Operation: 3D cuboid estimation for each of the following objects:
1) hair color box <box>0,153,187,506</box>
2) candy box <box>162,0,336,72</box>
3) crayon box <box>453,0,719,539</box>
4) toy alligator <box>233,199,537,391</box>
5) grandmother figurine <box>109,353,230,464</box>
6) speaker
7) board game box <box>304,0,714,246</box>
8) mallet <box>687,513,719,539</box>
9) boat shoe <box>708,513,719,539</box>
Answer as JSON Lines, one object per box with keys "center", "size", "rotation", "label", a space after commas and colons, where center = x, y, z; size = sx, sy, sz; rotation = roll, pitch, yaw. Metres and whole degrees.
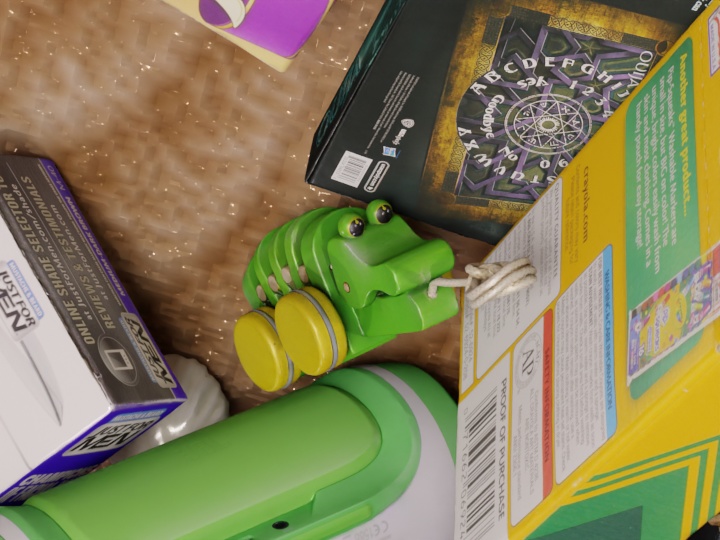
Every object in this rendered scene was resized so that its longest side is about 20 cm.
{"center": [-0.174, 0.057, 0.857], "size": [0.200, 0.065, 0.110], "rotation": [-36, 76, 20], "label": "hair color box"}
{"center": [-0.020, -0.169, 0.712], "size": [0.116, 0.057, 0.200], "rotation": [30, 125, -14], "label": "candy box"}
{"center": [0.095, 0.012, 0.727], "size": [0.051, 0.126, 0.200], "rotation": [16, 143, -17], "label": "crayon box"}
{"center": [0.000, 0.000, 0.812], "size": [0.054, 0.059, 0.200], "rotation": [65, 153, 0], "label": "toy alligator"}
{"center": [-0.050, 0.120, 0.945], "size": [0.121, 0.061, 0.201], "rotation": [-28, 120, -9], "label": "grandmother figurine"}
{"center": [-0.053, 0.098, 0.840], "size": [0.088, 0.199, 0.089], "rotation": [32, 132, 44], "label": "speaker"}
{"center": [0.076, -0.072, 0.755], "size": [0.135, 0.028, 0.200], "rotation": [19, 142, -11], "label": "board game box"}
{"center": [0.126, 0.151, 0.928], "size": [0.041, 0.066, 0.201], "rotation": [14, 129, -2], "label": "mallet"}
{"center": [0.150, 0.074, 0.797], "size": [0.071, 0.091, 0.201], "rotation": [23, 149, 55], "label": "boat shoe"}
